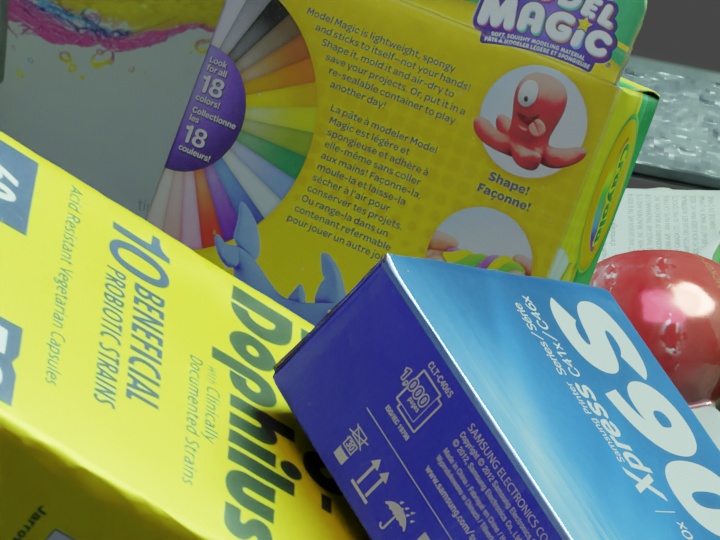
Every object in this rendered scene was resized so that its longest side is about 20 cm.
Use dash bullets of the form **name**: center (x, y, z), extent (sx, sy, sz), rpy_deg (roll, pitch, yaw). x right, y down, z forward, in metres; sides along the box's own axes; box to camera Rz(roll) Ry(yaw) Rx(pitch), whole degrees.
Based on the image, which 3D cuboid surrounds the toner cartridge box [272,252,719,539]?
- **toner cartridge box**: center (0.068, 0.088, 0.649), extent (0.095, 0.043, 0.200), rpy_deg (6, 44, -53)

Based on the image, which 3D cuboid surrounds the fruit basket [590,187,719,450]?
- **fruit basket**: center (0.123, 0.028, 0.925), extent (0.199, 0.094, 0.186), rpy_deg (-4, 31, 6)

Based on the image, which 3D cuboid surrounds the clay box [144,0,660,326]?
- **clay box**: center (0.000, 0.000, 0.808), extent (0.115, 0.201, 0.048), rpy_deg (23, 5, 20)

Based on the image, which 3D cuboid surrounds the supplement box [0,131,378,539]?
- **supplement box**: center (-0.049, 0.072, 0.689), extent (0.200, 0.110, 0.109), rpy_deg (32, 27, -19)

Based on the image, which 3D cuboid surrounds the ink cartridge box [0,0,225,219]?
- **ink cartridge box**: center (-0.078, -0.091, 0.910), extent (0.147, 0.201, 0.086), rpy_deg (15, 31, 9)
